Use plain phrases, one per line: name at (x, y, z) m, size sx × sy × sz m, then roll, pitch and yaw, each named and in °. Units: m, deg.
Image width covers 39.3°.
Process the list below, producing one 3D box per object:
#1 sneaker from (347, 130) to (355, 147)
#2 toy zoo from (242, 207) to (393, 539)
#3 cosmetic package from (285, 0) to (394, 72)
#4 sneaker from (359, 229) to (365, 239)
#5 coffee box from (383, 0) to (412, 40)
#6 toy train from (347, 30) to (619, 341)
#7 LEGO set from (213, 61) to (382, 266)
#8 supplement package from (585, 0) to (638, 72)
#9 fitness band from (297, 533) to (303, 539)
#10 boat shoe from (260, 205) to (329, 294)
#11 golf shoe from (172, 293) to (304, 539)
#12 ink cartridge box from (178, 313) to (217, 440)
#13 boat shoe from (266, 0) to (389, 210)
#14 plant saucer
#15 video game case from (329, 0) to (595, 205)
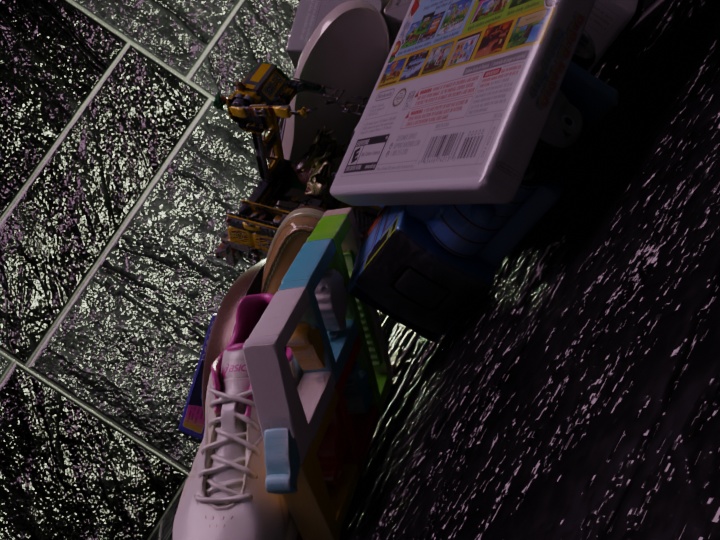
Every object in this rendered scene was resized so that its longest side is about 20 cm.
sneaker at (0.006, -0.077, 0.899) m, size 0.100 × 0.070 × 0.200 m, roll -58°, pitch 22°, yaw -1°
toy zoo at (-0.022, 0.064, 0.589) m, size 0.200 × 0.020 × 0.133 m, roll -65°, pitch -35°, yaw -59°
cosmetic package at (0.000, -0.196, 0.990) m, size 0.200 × 0.089 × 0.108 m, roll 62°, pitch -141°, yaw -59°
sneaker at (0.000, 0.000, 0.838) m, size 0.198 × 0.076 × 0.115 m, roll -24°, pitch 30°, yaw 32°
coffee box at (0.100, -0.225, 0.977) m, size 0.114 × 0.079 × 0.200 m, roll -59°, pitch -21°, yaw -10°
toy train at (0.070, -0.053, 0.597) m, size 0.200 × 0.086 × 0.115 m, roll -51°, pitch 16°, yaw 41°
LEGO set at (-0.027, -0.054, 0.734) m, size 0.155 × 0.198 × 0.116 m, roll 97°, pitch -162°, yaw -50°
supplement package at (0.105, -0.167, 0.757) m, size 0.200 × 0.116 × 0.118 m, roll -53°, pitch 6°, yaw 38°
fitness band at (-0.067, 0.187, 0.671) m, size 0.144 × 0.037 × 0.200 m, roll -59°, pitch 3°, yaw -17°
boat shoe at (-0.047, 0.054, 0.707) m, size 0.076 × 0.071 × 0.202 m, roll -54°, pitch -23°, yaw -54°
golf shoe at (-0.070, 0.097, 0.574) m, size 0.201 × 0.074 × 0.092 m, roll -77°, pitch -22°, yaw -49°
ink cartridge box at (-0.128, 0.116, 1.118) m, size 0.200 × 0.076 × 0.138 m, roll -12°, pitch -60°, yaw -78°
boat shoe at (-0.038, -0.145, 0.846) m, size 0.093 × 0.074 × 0.201 m, roll -113°, pitch 38°, yaw -48°
plant saucer at (-0.099, 0.083, 0.929) m, size 0.200 × 0.034 × 0.203 m, roll 9°, pitch -90°, yaw -74°
video game case at (0.060, -0.122, 0.551) m, size 0.184 × 0.023 × 0.200 m, roll -67°, pitch 21°, yaw -6°
